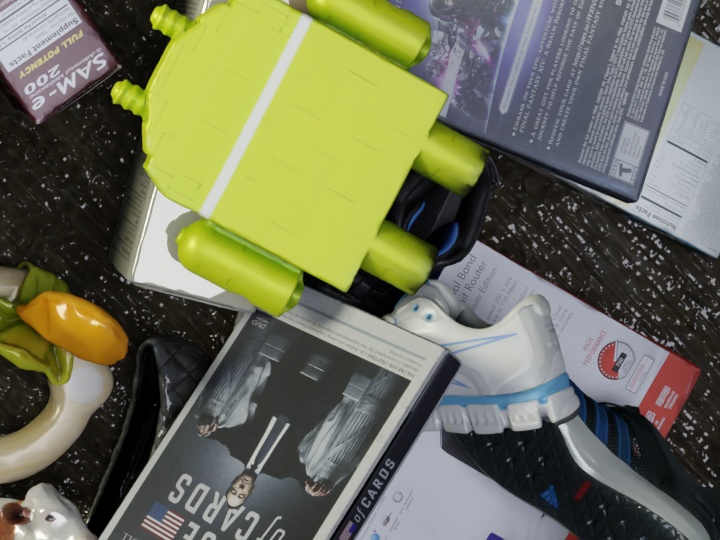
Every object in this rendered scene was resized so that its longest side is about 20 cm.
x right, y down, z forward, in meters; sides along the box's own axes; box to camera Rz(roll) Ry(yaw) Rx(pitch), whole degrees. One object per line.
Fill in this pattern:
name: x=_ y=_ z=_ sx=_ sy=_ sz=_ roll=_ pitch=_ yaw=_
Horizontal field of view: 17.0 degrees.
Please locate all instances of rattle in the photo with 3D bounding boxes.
rattle: x=-0.226 y=0.088 z=1.332 sx=0.199 sy=0.143 sz=0.131 roll=-28 pitch=122 yaw=-15

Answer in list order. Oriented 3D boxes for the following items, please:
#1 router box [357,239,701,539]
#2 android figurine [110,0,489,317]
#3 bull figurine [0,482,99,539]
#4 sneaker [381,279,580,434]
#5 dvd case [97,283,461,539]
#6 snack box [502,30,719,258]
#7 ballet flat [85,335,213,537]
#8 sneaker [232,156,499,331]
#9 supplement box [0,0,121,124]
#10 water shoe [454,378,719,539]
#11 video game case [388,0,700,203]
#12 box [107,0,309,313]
router box: x=0.080 y=0.103 z=1.454 sx=0.179 sy=0.049 sz=0.201 roll=29 pitch=90 yaw=-16
android figurine: x=-0.036 y=-0.071 z=1.302 sx=0.199 sy=0.041 sz=0.183 roll=26 pitch=92 yaw=-9
bull figurine: x=-0.243 y=0.188 z=1.356 sx=0.198 sy=0.065 sz=0.122 roll=-6 pitch=82 yaw=-1
sneaker: x=0.023 y=0.050 z=1.356 sx=0.198 sy=0.075 sz=0.087 roll=-7 pitch=94 yaw=17
dvd case: x=-0.050 y=0.108 z=1.309 sx=0.201 sy=0.150 sz=0.025 roll=-57 pitch=135 yaw=-10
snack box: x=0.152 y=-0.102 z=1.448 sx=0.199 sy=0.037 sz=0.117 roll=26 pitch=89 yaw=-16
ballet flat: x=-0.142 y=0.132 z=1.391 sx=0.057 sy=0.066 sz=0.201 roll=27 pitch=83 yaw=-36
sneaker: x=0.000 y=0.000 z=1.386 sx=0.073 sy=0.112 sz=0.200 roll=38 pitch=88 yaw=-15
supplement box: x=-0.214 y=-0.181 z=1.307 sx=0.061 sy=0.109 sz=0.201 roll=-35 pitch=106 yaw=-7
water shoe: x=0.127 y=0.104 z=1.411 sx=0.200 sy=0.079 sz=0.072 roll=44 pitch=124 yaw=3
video game case: x=0.092 y=-0.141 z=1.392 sx=0.199 sy=0.019 sz=0.144 roll=21 pitch=81 yaw=-14
box: x=-0.078 y=-0.086 z=1.364 sx=0.077 sy=0.095 sz=0.202 roll=14 pitch=96 yaw=-16
